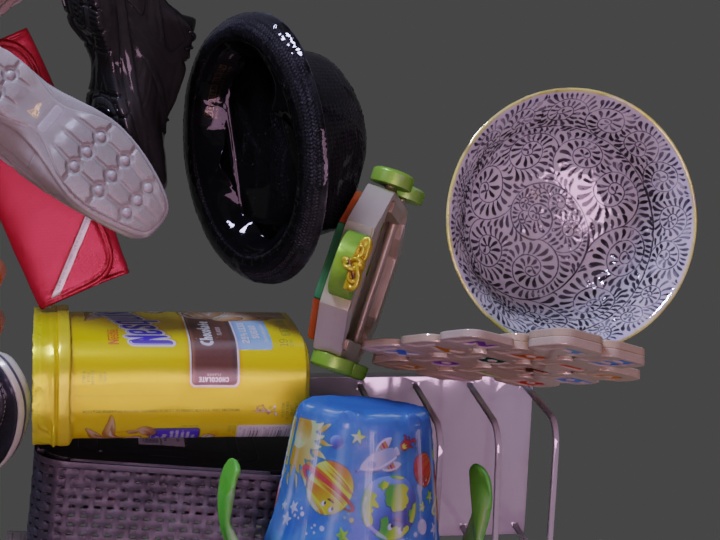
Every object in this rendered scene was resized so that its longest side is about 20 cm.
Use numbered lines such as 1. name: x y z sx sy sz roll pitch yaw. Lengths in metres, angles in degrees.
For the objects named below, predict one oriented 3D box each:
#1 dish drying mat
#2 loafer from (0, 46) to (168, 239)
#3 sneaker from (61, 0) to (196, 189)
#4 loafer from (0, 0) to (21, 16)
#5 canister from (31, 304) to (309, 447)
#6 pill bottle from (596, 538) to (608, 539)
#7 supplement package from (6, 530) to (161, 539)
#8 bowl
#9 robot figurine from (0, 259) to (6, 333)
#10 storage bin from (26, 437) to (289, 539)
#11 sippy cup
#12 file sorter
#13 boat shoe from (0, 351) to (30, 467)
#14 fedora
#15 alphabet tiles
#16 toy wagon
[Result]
1. dish drying mat: -0.246 -0.077 1.210 0.077 0.018 0.200 -23 95 -6
2. loafer: -0.223 -0.094 1.169 0.200 0.070 0.070 42 71 -1
3. sneaker: -0.161 -0.152 1.201 0.091 0.076 0.201 -21 119 -29
4. loafer: -0.281 -0.214 1.179 0.200 0.063 0.072 -42 75 -7
5. canister: -0.147 0.077 1.215 0.199 0.149 0.087 1 101 -12
6. pill bottle: 0.125 0.300 1.323 0.199 0.120 0.120 -12 104 -6
7. supplement package: -0.185 0.324 1.244 0.199 0.147 0.192 6 116 -10
8. bowl: 0.152 -0.037 1.256 0.200 0.094 0.201 0 88 -12
9. robot figurine: -0.364 0.017 1.182 0.199 0.117 0.144 1 136 -8
10. storage bin: -0.153 0.171 1.239 0.199 0.135 0.094 6 102 -11
11. sippy cup: -0.002 0.158 1.142 0.178 0.139 0.131 1 93 -54
12. file sorter: 0.050 0.165 1.278 0.199 0.125 0.139 0 103 -10
13. boat shoe: -0.313 0.132 1.198 0.200 0.062 0.075 -40 78 32
14. fedora: -0.053 -0.093 1.204 0.091 0.200 0.201 -9 106 -38
15. alphabet tiles: 0.107 0.064 1.195 0.195 0.200 0.015 15 73 -41
16. toy wagon: 0.000 0.000 1.193 0.039 0.200 0.156 17 86 10
